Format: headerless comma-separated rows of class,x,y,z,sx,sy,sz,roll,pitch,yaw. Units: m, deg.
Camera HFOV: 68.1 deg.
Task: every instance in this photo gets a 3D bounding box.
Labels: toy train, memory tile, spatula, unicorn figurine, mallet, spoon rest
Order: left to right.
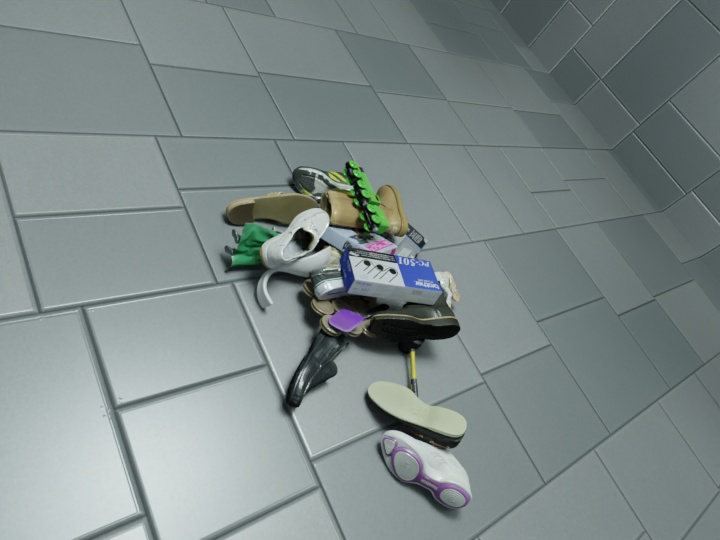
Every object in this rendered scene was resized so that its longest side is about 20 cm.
spoon rest,-0.136,-0.001,1.093,0.200,0.099,0.061,-40,102,-40
memory tile,-0.022,0.082,1.115,0.200,0.017,0.153,9,38,-41
spatula,0.006,0.090,1.090,0.056,0.021,0.200,23,16,27
toy train,0.012,-0.164,1.179,0.056,0.042,0.200,8,50,-40
mallet,0.108,0.225,1.126,0.041,0.066,0.200,10,66,-17
unicorn figurine,0.161,0.035,1.263,0.200,0.074,0.138,2,79,-55

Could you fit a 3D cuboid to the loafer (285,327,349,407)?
loafer,-0.076,0.180,0.999,0.070,0.068,0.201,31,39,0

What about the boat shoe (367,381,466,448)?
boat shoe,0.103,0.280,1.029,0.201,0.063,0.074,22,42,16

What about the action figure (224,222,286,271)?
action figure,-0.179,-0.051,1.104,0.200,0.118,0.055,1,44,-46

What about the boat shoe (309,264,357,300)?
boat shoe,-0.022,0.012,1.117,0.200,0.072,0.071,-4,63,-49

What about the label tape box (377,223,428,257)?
label tape box,0.054,-0.090,1.316,0.200,0.066,0.143,44,42,0

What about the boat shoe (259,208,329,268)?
boat shoe,-0.113,-0.065,1.068,0.200,0.069,0.071,-47,124,-43

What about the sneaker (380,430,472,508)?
sneaker,0.122,0.363,1.009,0.200,0.075,0.100,38,23,-3

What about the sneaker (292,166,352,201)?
sneaker,-0.080,-0.212,1.326,0.200,0.075,0.085,20,32,-26

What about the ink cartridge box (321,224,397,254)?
ink cartridge box,-0.027,-0.078,1.200,0.200,0.042,0.119,29,23,20

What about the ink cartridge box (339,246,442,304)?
ink cartridge box,0.062,0.012,1.088,0.200,0.044,0.094,9,42,-25

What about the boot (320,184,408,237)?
boot,0.002,-0.157,1.236,0.200,0.066,0.175,9,38,-27

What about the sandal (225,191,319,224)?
sandal,-0.198,-0.150,1.178,0.211,0.078,0.070,-8,42,-29

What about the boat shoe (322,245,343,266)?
boat shoe,0.000,0.000,1.211,0.200,0.072,0.065,17,89,-24

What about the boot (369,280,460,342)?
boot,0.101,0.076,1.132,0.200,0.078,0.139,8,46,-25
